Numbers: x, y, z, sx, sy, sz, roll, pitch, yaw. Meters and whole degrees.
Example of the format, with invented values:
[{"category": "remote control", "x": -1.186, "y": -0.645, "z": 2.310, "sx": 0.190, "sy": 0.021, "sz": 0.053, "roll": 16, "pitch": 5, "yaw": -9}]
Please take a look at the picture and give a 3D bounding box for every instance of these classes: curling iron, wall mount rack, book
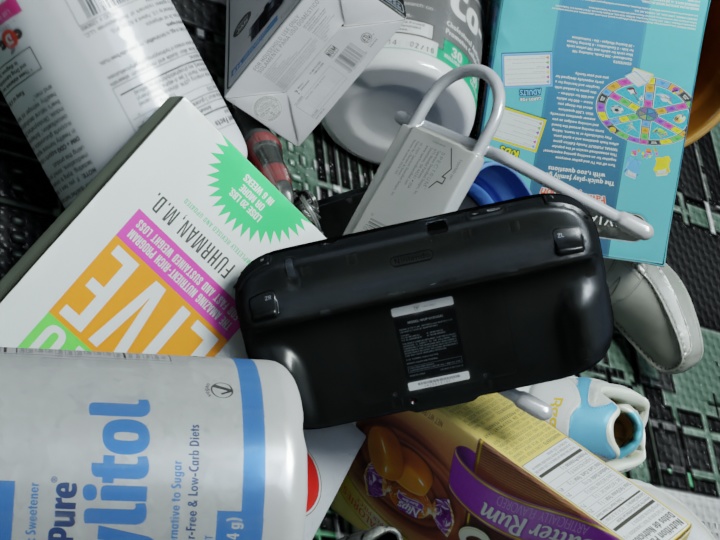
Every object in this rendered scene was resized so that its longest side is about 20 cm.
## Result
[{"category": "curling iron", "x": -0.060, "y": -0.067, "z": 1.001, "sx": 0.200, "sy": 0.025, "sz": 0.050, "roll": -123, "pitch": -163, "yaw": -58}, {"category": "wall mount rack", "x": 0.060, "y": -0.011, "z": 0.921, "sx": 0.074, "sy": 0.174, "sz": 0.200, "roll": 30, "pitch": 89, "yaw": -45}, {"category": "book", "x": -0.120, "y": 0.024, "z": 0.869, "sx": 0.134, "sy": 0.048, "sz": 0.200, "roll": 44, "pitch": 77, "yaw": -19}]

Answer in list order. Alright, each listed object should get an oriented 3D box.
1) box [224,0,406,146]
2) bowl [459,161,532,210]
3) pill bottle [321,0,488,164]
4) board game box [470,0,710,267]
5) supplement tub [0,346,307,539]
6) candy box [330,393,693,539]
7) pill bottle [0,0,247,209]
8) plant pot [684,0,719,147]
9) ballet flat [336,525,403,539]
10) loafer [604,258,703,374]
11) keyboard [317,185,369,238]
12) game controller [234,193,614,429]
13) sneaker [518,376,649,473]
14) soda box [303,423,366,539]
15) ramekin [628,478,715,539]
[{"category": "box", "x": -0.034, "y": -0.185, "z": 1.057, "sx": 0.060, "sy": 0.117, "sz": 0.200, "roll": 32, "pitch": 28, "yaw": -22}, {"category": "bowl", "x": 0.079, "y": 0.029, "z": 1.066, "sx": 0.200, "sy": 0.039, "sz": 0.201, "roll": 10, "pitch": 79, "yaw": -61}, {"category": "pill bottle", "x": 0.035, "y": -0.184, "z": 1.165, "sx": 0.113, "sy": 0.113, "sz": 0.201, "roll": 30, "pitch": 48, "yaw": -26}, {"category": "board game box", "x": 0.159, "y": -0.113, "z": 1.156, "sx": 0.150, "sy": 0.047, "sz": 0.201, "roll": 8, "pitch": 99, "yaw": -5}, {"category": "supplement tub", "x": -0.133, "y": 0.104, "z": 0.768, "sx": 0.199, "sy": 0.132, "sz": 0.132, "roll": 3, "pitch": 60, "yaw": -13}, {"category": "candy box", "x": 0.083, "y": 0.144, "z": 0.937, "sx": 0.200, "sy": 0.117, "sz": 0.056, "roll": 36, "pitch": 36, "yaw": 27}, {"category": "pill bottle", "x": -0.136, "y": -0.086, "z": 0.939, "sx": 0.113, "sy": 0.113, "sz": 0.200, "roll": -32, "pitch": 96, "yaw": -48}, {"category": "plant pot", "x": 0.204, "y": -0.200, "z": 1.270, "sx": 0.200, "sy": 0.200, "sz": 0.183, "roll": 49, "pitch": 14, "yaw": -7}, {"category": "ballet flat", "x": -0.035, "y": 0.212, "z": 0.888, "sx": 0.066, "sy": 0.057, "sz": 0.200, "roll": 34, "pitch": 42, "yaw": 2}, {"category": "loafer", "x": 0.189, "y": -0.003, "z": 1.231, "sx": 0.070, "sy": 0.070, "sz": 0.200, "roll": -25, "pitch": 75, "yaw": -43}, {"category": "keyboard", "x": 0.000, "y": 0.000, "z": 1.074, "sx": 0.200, "sy": 0.040, "sz": 0.104, "roll": -20, "pitch": 82, "yaw": -58}, {"category": "game controller", "x": 0.035, "y": 0.025, "z": 0.861, "sx": 0.042, "sy": 0.199, "sz": 0.105, "roll": -93, "pitch": 170, "yaw": -65}, {"category": "sneaker", "x": 0.157, "y": 0.110, "z": 1.079, "sx": 0.200, "sy": 0.080, "sz": 0.077, "roll": 6, "pitch": 87, "yaw": -68}, {"category": "soda box", "x": -0.072, "y": 0.149, "z": 0.895, "sx": 0.068, "sy": 0.064, "sz": 0.200, "roll": 44, "pitch": 44, "yaw": -13}, {"category": "ramekin", "x": 0.167, "y": 0.228, "z": 1.042, "sx": 0.202, "sy": 0.094, "sz": 0.203, "roll": 23, "pitch": 51, "yaw": -31}]
